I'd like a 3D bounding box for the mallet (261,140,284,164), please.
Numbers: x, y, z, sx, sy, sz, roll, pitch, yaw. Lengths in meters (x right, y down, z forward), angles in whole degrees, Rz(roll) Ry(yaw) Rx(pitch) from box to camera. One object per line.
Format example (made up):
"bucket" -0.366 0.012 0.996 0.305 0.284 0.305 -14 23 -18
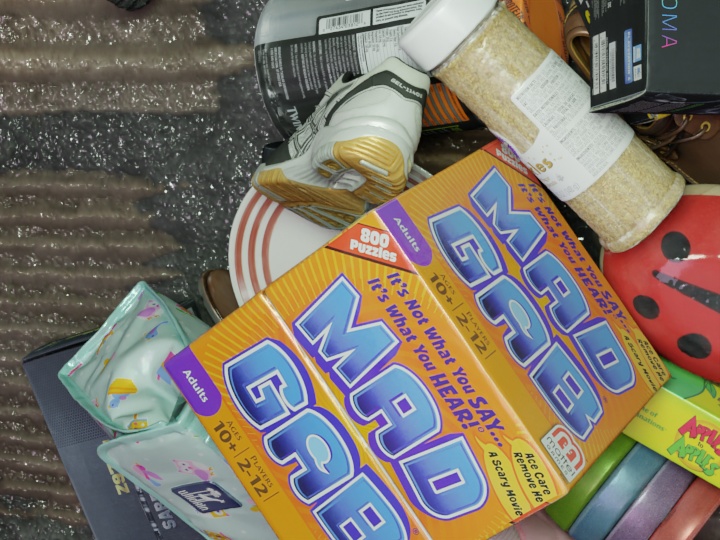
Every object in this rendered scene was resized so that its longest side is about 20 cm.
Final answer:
"mallet" 0.008 -0.047 1.247 0.200 0.041 0.066 17 113 32

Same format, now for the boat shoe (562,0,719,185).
"boat shoe" 0.208 -0.106 1.131 0.200 0.068 0.072 45 130 -9

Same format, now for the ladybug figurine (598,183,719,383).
"ladybug figurine" 0.253 0.017 1.125 0.200 0.072 0.136 20 111 -1

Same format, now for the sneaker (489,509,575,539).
"sneaker" 0.136 0.230 1.252 0.200 0.105 0.075 46 138 7

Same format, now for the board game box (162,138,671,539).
"board game box" 0.040 0.066 1.088 0.200 0.200 0.200 -36 88 33

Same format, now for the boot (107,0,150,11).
"boot" -0.176 -0.314 1.243 0.158 0.079 0.211 -27 94 28

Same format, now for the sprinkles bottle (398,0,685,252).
"sprinkles bottle" 0.117 -0.101 1.069 0.200 0.068 0.068 43 118 -8

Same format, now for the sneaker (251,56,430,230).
"sneaker" -0.007 -0.085 1.117 0.076 0.088 0.200 28 163 -20

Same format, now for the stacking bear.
"stacking bear" 0.163 0.131 1.221 0.200 0.114 0.122 38 117 14

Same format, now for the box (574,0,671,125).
"box" 0.208 -0.214 1.070 0.159 0.049 0.200 -23 94 -10

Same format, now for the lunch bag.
"lunch bag" -0.112 0.120 1.227 0.122 0.200 0.170 -48 120 -4

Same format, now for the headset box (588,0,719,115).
"headset box" 0.246 -0.181 1.006 0.200 0.093 0.175 1 88 -14

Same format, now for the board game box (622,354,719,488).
"board game box" 0.260 0.110 1.170 0.200 0.102 0.048 30 115 13

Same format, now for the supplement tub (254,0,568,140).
"supplement tub" 0.037 -0.154 1.175 0.200 0.122 0.123 -6 103 25

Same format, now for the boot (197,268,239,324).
"boot" -0.003 0.010 1.277 0.186 0.064 0.200 42 120 -4

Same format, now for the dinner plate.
"dinner plate" 0.000 0.000 1.226 0.200 0.024 0.201 7 115 16

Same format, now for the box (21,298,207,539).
"box" -0.177 0.139 1.400 0.157 0.051 0.200 -16 99 28
